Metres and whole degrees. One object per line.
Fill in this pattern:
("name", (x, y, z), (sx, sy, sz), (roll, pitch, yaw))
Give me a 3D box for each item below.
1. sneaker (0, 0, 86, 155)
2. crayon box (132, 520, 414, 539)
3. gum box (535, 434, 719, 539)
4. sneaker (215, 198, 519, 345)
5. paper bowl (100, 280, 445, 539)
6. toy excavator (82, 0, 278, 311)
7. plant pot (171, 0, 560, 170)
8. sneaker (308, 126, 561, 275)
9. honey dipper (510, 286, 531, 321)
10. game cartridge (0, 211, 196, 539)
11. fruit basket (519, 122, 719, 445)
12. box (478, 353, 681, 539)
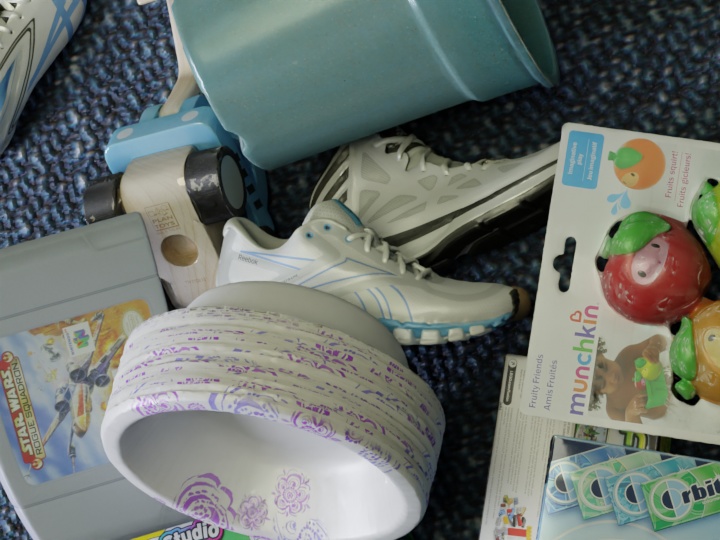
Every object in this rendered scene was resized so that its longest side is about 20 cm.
("sneaker", (-0.248, -0.165, 1.841), (0.072, 0.072, 0.201), (24, 90, 26))
("crayon box", (-0.056, 0.217, 1.702), (0.200, 0.058, 0.173), (-34, 69, 14))
("gum box", (0.182, 0.211, 1.581), (0.169, 0.045, 0.201), (9, 84, 3))
("sneaker", (0.000, 0.000, 1.640), (0.199, 0.075, 0.087), (3, 96, 13))
("paper bowl", (-0.048, 0.081, 1.588), (0.200, 0.201, 0.105), (1, 59, 23))
("toy excavator", (-0.115, -0.091, 1.763), (0.100, 0.200, 0.195), (-14, 120, 19))
("plant pot", (-0.003, -0.168, 1.660), (0.196, 0.200, 0.201), (-24, 73, 13))
("sneaker", (0.049, -0.064, 1.696), (0.200, 0.076, 0.116), (-27, 74, 19))
("honey dipper", (0.017, 0.046, 1.717), (0.199, 0.038, 0.038), (-16, 75, 15))
("game cartridge", (-0.176, 0.076, 1.668), (0.133, 0.042, 0.201), (-17, 95, -18))
("fruit basket", (0.207, 0.010, 1.590), (0.199, 0.094, 0.186), (10, 81, 3))
("box", (0.131, 0.158, 1.646), (0.110, 0.035, 0.201), (7, 84, 23))
